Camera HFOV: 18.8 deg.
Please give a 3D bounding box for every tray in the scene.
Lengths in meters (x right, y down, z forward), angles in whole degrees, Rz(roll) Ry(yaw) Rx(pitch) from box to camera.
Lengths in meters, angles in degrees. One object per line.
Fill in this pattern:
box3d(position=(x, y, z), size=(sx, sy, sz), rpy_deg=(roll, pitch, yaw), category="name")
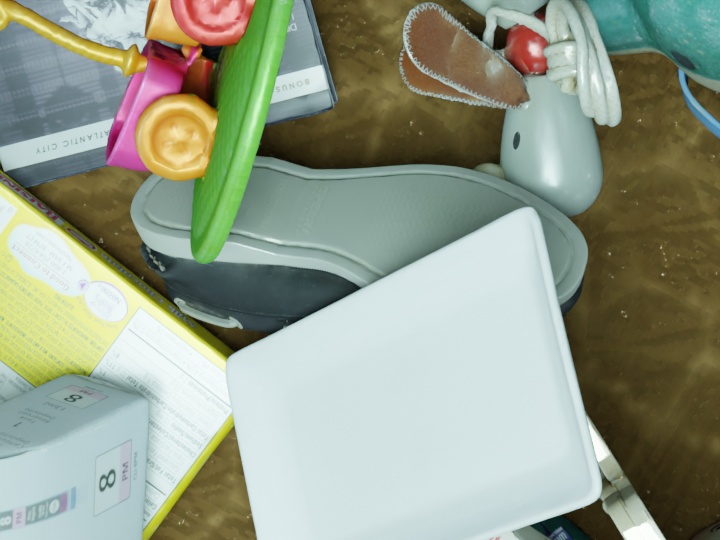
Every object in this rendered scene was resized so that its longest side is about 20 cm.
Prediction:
box3d(position=(0.019, 0.057, 0.831), size=(0.022, 0.199, 0.108), rpy_deg=(-2, 74, -40), category="tray")

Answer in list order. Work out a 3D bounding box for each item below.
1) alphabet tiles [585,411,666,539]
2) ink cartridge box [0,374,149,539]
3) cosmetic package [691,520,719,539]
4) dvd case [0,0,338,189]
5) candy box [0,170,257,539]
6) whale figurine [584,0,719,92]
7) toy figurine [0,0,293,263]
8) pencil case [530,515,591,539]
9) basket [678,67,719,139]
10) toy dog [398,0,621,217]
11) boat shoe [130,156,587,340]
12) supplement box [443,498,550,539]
box3d(position=(0.120, 0.117, 0.854), size=(0.015, 0.200, 0.196), rpy_deg=(-32, 93, 3), category="alphabet tiles")
box3d(position=(-0.158, 0.146, 0.845), size=(0.057, 0.200, 0.164), rpy_deg=(13, 110, 23), category="ink cartridge box")
box3d(position=(0.203, 0.146, 0.854), size=(0.087, 0.200, 0.104), rpy_deg=(-27, 92, 0), category="cosmetic package")
box3d(position=(-0.106, -0.145, 0.902), size=(0.147, 0.016, 0.201), rpy_deg=(-14, 108, 7), category="dvd case")
box3d(position=(-0.148, 0.026, 0.933), size=(0.200, 0.026, 0.102), rpy_deg=(38, 102, -1), category="candy box")
box3d(position=(0.135, -0.158, 0.861), size=(0.159, 0.104, 0.200), rpy_deg=(-48, 54, 3), category="whale figurine")
box3d(position=(-0.119, -0.120, 0.812), size=(0.183, 0.150, 0.201), rpy_deg=(14, 112, -10), category="toy figurine")
box3d(position=(0.026, 0.186, 0.914), size=(0.200, 0.085, 0.092), rpy_deg=(-47, 67, 2), category="pencil case")
box3d(position=(0.253, -0.069, 0.882), size=(0.176, 0.139, 0.200), rpy_deg=(-41, 65, 1), category="basket")
box3d(position=(0.031, -0.118, 0.885), size=(0.096, 0.132, 0.201), rpy_deg=(-16, 73, -1), category="toy dog")
box3d(position=(0.000, 0.000, 0.889), size=(0.198, 0.074, 0.061), rpy_deg=(6, 137, 21), category="boat shoe")
box3d(position=(0.032, 0.204, 0.805), size=(0.200, 0.126, 0.073), rpy_deg=(-49, 135, 4), category="supplement box")
